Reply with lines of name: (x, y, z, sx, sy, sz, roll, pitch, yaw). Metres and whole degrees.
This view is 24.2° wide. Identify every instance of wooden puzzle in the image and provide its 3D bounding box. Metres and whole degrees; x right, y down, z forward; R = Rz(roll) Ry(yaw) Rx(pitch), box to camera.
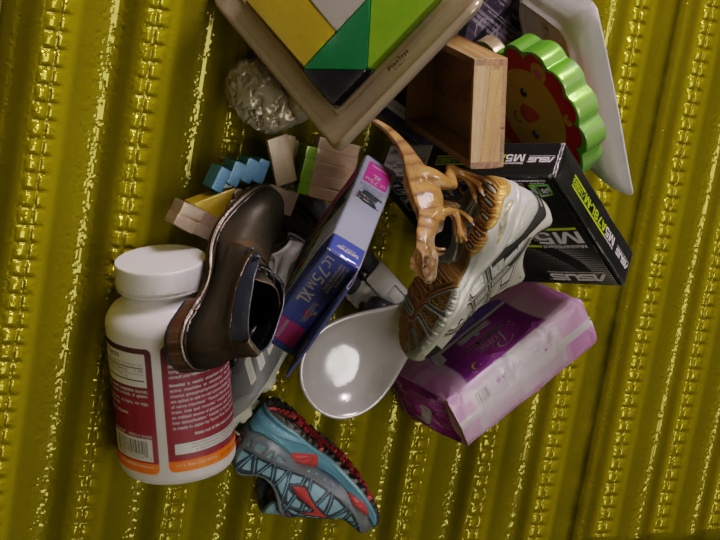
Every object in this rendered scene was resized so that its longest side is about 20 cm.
wooden puzzle: (-0.017, -0.235, 1.447, 0.185, 0.201, 0.037, -44, 161, 17)

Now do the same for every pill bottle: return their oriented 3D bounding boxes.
pill bottle: (-0.176, 0.085, 1.547, 0.112, 0.113, 0.202, -14, 112, -31)

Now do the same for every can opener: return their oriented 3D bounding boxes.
can opener: (0.000, 0.000, 1.673, 0.053, 0.067, 0.200, -51, 126, -12)

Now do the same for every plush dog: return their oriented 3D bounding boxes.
plush dog: (-0.034, -0.240, 1.545, 0.199, 0.160, 0.173, -22, 90, -30)

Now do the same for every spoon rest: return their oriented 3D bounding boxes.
spoon rest: (0.021, 0.059, 1.634, 0.200, 0.060, 0.100, -47, 114, -13)

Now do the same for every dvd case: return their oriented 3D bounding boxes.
dvd case: (0.100, -0.220, 1.708, 0.148, 0.016, 0.201, 32, 84, -38)

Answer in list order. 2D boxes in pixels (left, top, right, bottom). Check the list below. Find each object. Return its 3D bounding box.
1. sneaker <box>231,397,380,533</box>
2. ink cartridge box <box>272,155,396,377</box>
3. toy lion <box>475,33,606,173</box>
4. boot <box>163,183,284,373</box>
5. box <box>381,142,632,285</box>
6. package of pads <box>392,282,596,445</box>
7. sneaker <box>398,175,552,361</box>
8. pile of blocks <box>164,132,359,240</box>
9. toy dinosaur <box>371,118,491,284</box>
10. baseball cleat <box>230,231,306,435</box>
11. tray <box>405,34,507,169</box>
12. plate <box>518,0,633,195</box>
sneaker: (-0.061, 0.212, 1.704, 0.095, 0.079, 0.200, -41, 122, 5)
ink cartridge box: (-0.029, -0.007, 1.497, 0.042, 0.201, 0.120, 30, 124, -9)
toy lion: (0.169, -0.139, 1.650, 0.068, 0.191, 0.202, -32, 124, -25)
boot: (-0.090, 0.005, 1.481, 0.075, 0.096, 0.201, 46, 54, -35)
box: (0.144, -0.054, 1.657, 0.193, 0.198, 0.048, 53, 50, -45)
package of pads: (0.138, 0.090, 1.764, 0.199, 0.120, 0.076, -37, 122, -21)
sneaker: (0.110, 0.009, 1.571, 0.087, 0.076, 0.201, 14, 121, -34)
pile of blocks: (-0.099, -0.086, 1.579, 0.198, 0.062, 0.083, -17, 109, -26)
toy dinosaur: (0.057, -0.079, 1.504, 0.105, 0.201, 0.060, 14, 132, -35)
baseball cleat: (-0.106, 0.055, 1.627, 0.106, 0.070, 0.201, 34, 90, -11)
tray: (0.088, -0.167, 1.579, 0.037, 0.200, 0.100, -4, 107, -16)
plate: (0.205, -0.191, 1.670, 0.032, 0.200, 0.202, -18, 116, -7)
